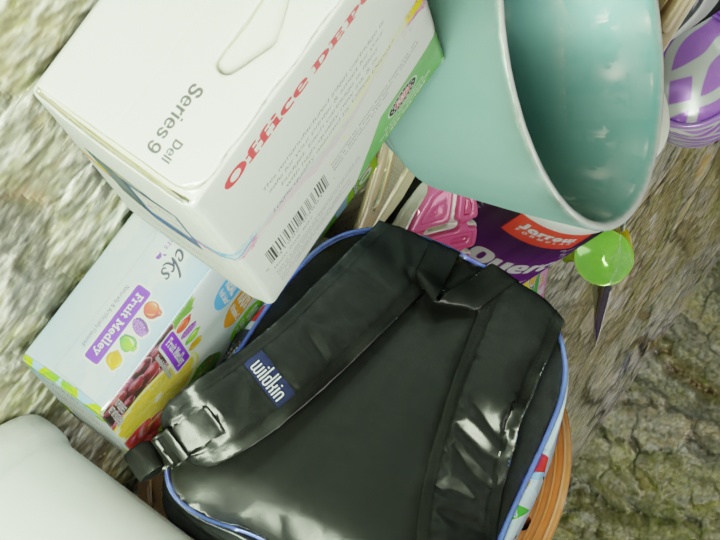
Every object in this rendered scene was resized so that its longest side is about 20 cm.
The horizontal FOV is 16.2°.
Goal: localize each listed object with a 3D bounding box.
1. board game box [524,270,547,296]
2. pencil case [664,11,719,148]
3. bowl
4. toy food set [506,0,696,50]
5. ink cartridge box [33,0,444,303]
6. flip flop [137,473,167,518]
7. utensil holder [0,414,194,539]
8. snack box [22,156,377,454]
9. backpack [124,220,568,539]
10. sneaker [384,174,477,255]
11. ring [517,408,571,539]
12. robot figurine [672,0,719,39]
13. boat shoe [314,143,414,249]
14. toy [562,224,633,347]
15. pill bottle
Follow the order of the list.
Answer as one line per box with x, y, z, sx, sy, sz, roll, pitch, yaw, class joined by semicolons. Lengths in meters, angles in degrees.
0.099;-0.014;1.664;0.153;0.040;0.201;-53;153;-70;board game box
0.218;-0.126;1.649;0.085;0.084;0.200;-42;177;7;pencil case
0.066;-0.115;1.251;0.201;0.105;0.202;15;73;-61;bowl
0.148;-0.200;1.333;0.200;0.143;0.060;-58;-160;12;toy food set
-0.044;-0.083;1.068;0.146;0.087;0.200;-55;169;-5;ink cartridge box
-0.103;0.118;1.451;0.200;0.057;0.081;-47;-164;53;flip flop
-0.128;0.195;1.210;0.170;0.200;0.170;-50;166;-17;utensil holder
-0.073;-0.008;1.231;0.200;0.053;0.142;-53;169;-10;snack box
0.013;0.083;1.264;0.191;0.199;0.154;-57;176;-16;backpack
0.000;0.000;1.458;0.074;0.088;0.200;-17;146;-36;sneaker
0.026;0.118;1.364;0.201;0.200;0.019;-54;137;-6;ring
0.163;-0.196;1.480;0.150;0.125;0.200;-28;-177;30;robot figurine
-0.032;-0.008;1.356;0.201;0.072;0.065;-60;163;-3;boat shoe
0.141;-0.040;1.587;0.200;0.047;0.116;-90;-169;-71;toy
0.094;-0.058;1.464;0.112;0.112;0.200;-47;-174;-32;pill bottle
